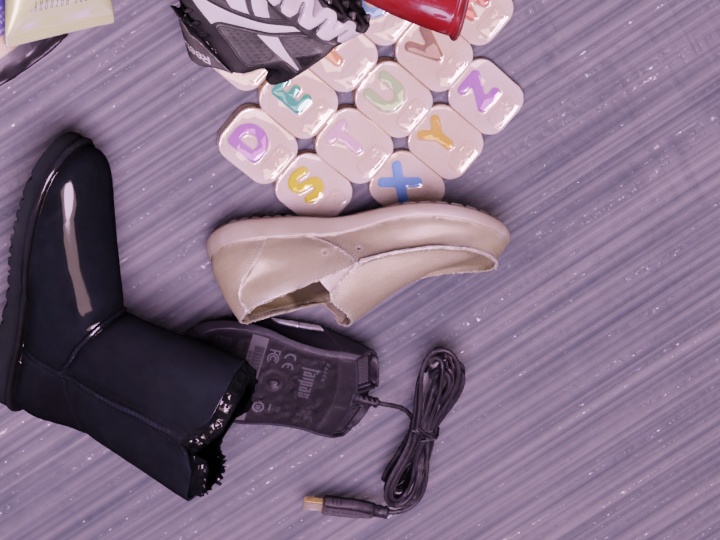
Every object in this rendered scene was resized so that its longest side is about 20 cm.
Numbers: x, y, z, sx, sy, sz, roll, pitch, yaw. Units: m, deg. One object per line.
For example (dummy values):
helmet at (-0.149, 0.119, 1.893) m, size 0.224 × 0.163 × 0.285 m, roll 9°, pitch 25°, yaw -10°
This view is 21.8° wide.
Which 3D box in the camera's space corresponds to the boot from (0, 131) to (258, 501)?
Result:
boot at (-0.138, 0.031, 1.172) m, size 0.167 × 0.076 × 0.202 m, roll 22°, pitch 114°, yaw 14°

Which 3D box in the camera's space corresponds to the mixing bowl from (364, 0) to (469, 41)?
mixing bowl at (0.014, -0.238, 1.078) m, size 0.107 × 0.200 × 0.202 m, roll 5°, pitch 109°, yaw -3°

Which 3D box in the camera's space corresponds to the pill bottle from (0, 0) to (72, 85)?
pill bottle at (-0.258, -0.203, 1.080) m, size 0.111 × 0.112 × 0.201 m, roll -31°, pitch 112°, yaw 2°

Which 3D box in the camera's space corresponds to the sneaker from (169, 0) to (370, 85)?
sneaker at (-0.083, -0.161, 1.109) m, size 0.090 × 0.067 × 0.199 m, roll -43°, pitch 143°, yaw 19°

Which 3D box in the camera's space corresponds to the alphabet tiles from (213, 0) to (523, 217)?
alphabet tiles at (0.003, -0.126, 1.208) m, size 0.195 × 0.015 × 0.200 m, roll 39°, pitch 100°, yaw -20°

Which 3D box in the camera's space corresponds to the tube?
tube at (-0.173, -0.229, 1.040) m, size 0.057 × 0.052 × 0.202 m, roll -1°, pitch 111°, yaw -3°

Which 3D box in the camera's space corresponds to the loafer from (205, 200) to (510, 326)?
loafer at (0.000, 0.000, 1.214) m, size 0.198 × 0.076 × 0.069 m, roll -5°, pitch 76°, yaw 1°

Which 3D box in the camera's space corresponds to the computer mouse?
computer mouse at (-0.037, 0.097, 1.268) m, size 0.198 × 0.046 × 0.142 m, roll 8°, pitch 114°, yaw -12°
